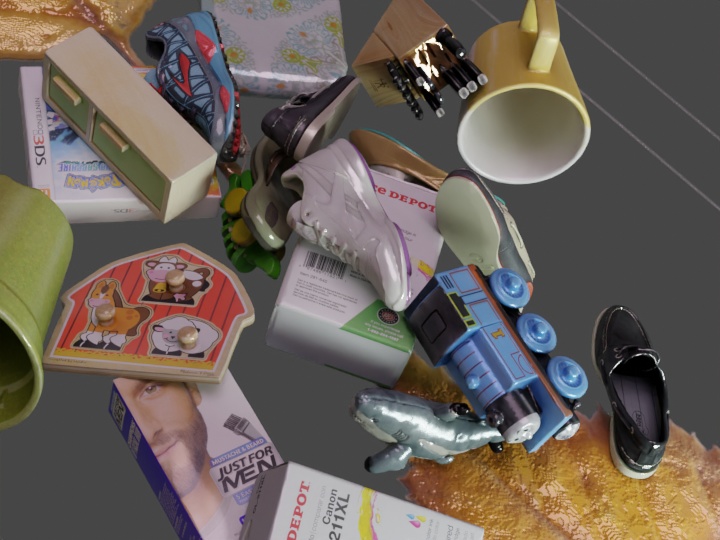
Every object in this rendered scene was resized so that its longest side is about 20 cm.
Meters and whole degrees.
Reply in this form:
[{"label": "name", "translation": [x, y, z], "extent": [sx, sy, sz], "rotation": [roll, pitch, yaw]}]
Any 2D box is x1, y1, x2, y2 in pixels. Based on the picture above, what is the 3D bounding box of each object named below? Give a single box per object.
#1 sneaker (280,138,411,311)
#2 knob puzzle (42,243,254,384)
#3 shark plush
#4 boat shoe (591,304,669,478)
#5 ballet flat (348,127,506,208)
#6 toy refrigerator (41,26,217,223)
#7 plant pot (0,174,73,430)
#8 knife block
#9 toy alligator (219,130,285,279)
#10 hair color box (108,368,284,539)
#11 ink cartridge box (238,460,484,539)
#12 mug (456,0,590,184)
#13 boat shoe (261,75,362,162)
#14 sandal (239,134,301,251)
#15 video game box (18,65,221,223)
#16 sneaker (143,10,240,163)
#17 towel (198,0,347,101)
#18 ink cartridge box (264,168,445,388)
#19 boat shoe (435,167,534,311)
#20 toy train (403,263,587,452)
[{"label": "sneaker", "translation": [-0.014, -0.035, 1.446], "extent": [0.099, 0.075, 0.201], "rotation": [-21, 59, -10]}, {"label": "knob puzzle", "translation": [-0.200, 0.029, 1.432], "extent": [0.217, 0.031, 0.221], "rotation": [-1, 37, 1]}, {"label": "shark plush", "translation": [0.083, 0.157, 1.430], "extent": [0.198, 0.084, 0.091], "rotation": [17, 53, -5]}, {"label": "boat shoe", "translation": [0.288, 0.113, 1.524], "extent": [0.074, 0.066, 0.201], "rotation": [10, 55, -8]}, {"label": "ballet flat", "translation": [0.066, -0.090, 1.602], "extent": [0.199, 0.069, 0.063], "rotation": [27, 68, 5]}, {"label": "toy refrigerator", "translation": [-0.242, -0.149, 1.496], "extent": [0.070, 0.076, 0.200], "rotation": [-36, 74, -31]}, {"label": "plant pot", "translation": [-0.360, 0.015, 1.359], "extent": [0.199, 0.201, 0.185], "rotation": [19, 43, -2]}, {"label": "knife block", "translation": [0.087, -0.252, 1.650], "extent": [0.064, 0.174, 0.201], "rotation": [55, 47, -31]}, {"label": "toy alligator", "translation": [-0.126, -0.061, 1.543], "extent": [0.054, 0.059, 0.201], "rotation": [-31, 52, 18]}, {"label": "hair color box", "translation": [-0.144, 0.176, 1.371], "extent": [0.109, 0.065, 0.201], "rotation": [-23, 64, -26]}, {"label": "ink cartridge box", "translation": [-0.007, 0.271, 1.290], "extent": [0.199, 0.083, 0.147], "rotation": [21, 69, -17]}, {"label": "mug", "translation": [0.193, -0.214, 1.657], "extent": [0.149, 0.186, 0.154], "rotation": [31, 40, -28]}, {"label": "boat shoe", "translation": [-0.051, -0.176, 1.565], "extent": [0.062, 0.073, 0.200], "rotation": [28, 28, 4]}, {"label": "sandal", "translation": [-0.076, -0.088, 1.529], "extent": [0.080, 0.057, 0.202], "rotation": [45, 25, -22]}, {"label": "video game box", "translation": [-0.260, -0.137, 1.557], "extent": [0.198, 0.047, 0.184], "rotation": [-3, 61, -17]}, {"label": "sneaker", "translation": [-0.183, -0.187, 1.550], "extent": [0.095, 0.080, 0.201], "rotation": [-11, 54, -11]}, {"label": "towel", "translation": [-0.103, -0.282, 1.693], "extent": [0.169, 0.048, 0.202], "rotation": [2, 57, -13]}, {"label": "ink cartridge box", "translation": [0.000, 0.000, 1.511], "extent": [0.144, 0.084, 0.201], "rotation": [19, 55, -2]}, {"label": "boat shoe", "translation": [0.135, -0.036, 1.518], "extent": [0.071, 0.201, 0.063], "rotation": [6, 49, 36]}, {"label": "toy train", "translation": [0.134, 0.084, 1.415], "extent": [0.114, 0.087, 0.201], "rotation": [-15, 64, -39]}]
